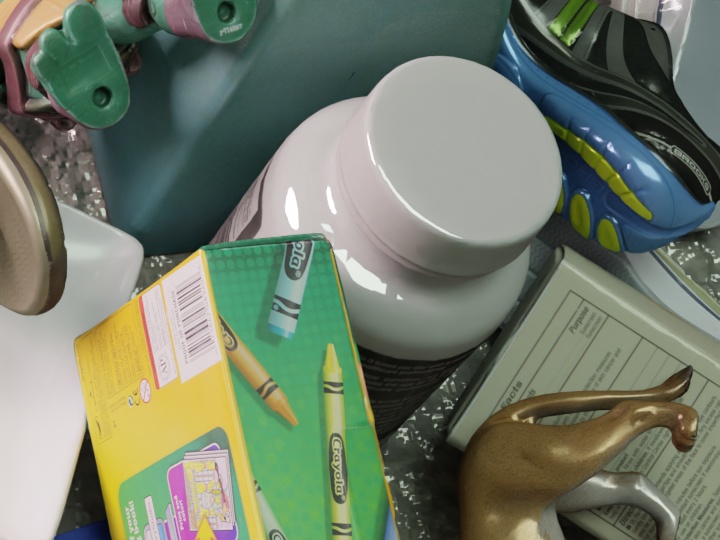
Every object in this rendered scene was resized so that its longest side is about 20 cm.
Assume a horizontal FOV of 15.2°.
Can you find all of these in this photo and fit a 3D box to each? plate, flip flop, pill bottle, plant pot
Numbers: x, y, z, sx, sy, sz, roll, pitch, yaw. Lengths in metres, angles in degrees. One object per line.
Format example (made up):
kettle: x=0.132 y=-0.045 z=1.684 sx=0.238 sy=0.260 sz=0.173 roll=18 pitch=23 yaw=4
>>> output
plate: x=-0.195 y=0.014 z=1.049 sx=0.199 sy=0.032 sz=0.200 roll=26 pitch=36 yaw=-11
flip flop: x=-0.192 y=-0.046 z=1.036 sx=0.200 sy=0.081 sz=0.058 roll=39 pitch=51 yaw=12
pill bottle: x=0.000 y=0.000 z=1.072 sx=0.110 sy=0.200 sz=0.111 roll=12 pitch=59 yaw=-20
plant pot: x=-0.023 y=-0.121 z=1.131 sx=0.141 sy=0.200 sz=0.142 roll=-5 pitch=64 yaw=-28

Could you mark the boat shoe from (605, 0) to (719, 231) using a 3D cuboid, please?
boat shoe: x=0.147 y=-0.120 z=1.294 sx=0.074 sy=0.086 sz=0.203 roll=-1 pitch=92 yaw=-31

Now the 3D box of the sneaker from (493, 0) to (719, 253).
sneaker: x=0.087 y=-0.090 z=1.182 sx=0.083 sy=0.071 sz=0.200 roll=-20 pitch=61 yaw=-39

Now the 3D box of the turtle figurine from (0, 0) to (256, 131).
turtle figurine: x=-0.128 y=-0.107 z=1.092 sx=0.101 sy=0.200 sz=0.150 roll=45 pitch=75 yaw=-31

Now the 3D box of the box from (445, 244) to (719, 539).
box: x=0.143 y=0.081 z=1.138 sx=0.200 sy=0.078 sz=0.095 roll=34 pitch=98 yaw=1

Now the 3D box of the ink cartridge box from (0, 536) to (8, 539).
ink cartridge box: x=-0.196 y=0.177 z=0.940 sx=0.136 sy=0.076 sz=0.201 roll=23 pitch=60 yaw=-4

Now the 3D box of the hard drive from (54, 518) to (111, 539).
hard drive: x=-0.080 y=0.194 z=1.031 sx=0.132 sy=0.025 sz=0.201 roll=-16 pitch=70 yaw=-32

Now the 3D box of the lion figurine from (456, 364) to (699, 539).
lion figurine: x=0.061 y=0.122 z=1.069 sx=0.122 sy=0.073 sz=0.201 roll=11 pitch=71 yaw=7

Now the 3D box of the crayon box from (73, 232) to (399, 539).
crayon box: x=-0.040 y=0.101 z=0.992 sx=0.058 sy=0.119 sz=0.201 roll=-5 pitch=76 yaw=-31

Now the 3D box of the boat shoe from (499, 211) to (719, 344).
boat shoe: x=0.113 y=0.016 z=1.210 sx=0.200 sy=0.072 sz=0.062 roll=41 pitch=14 yaw=2
